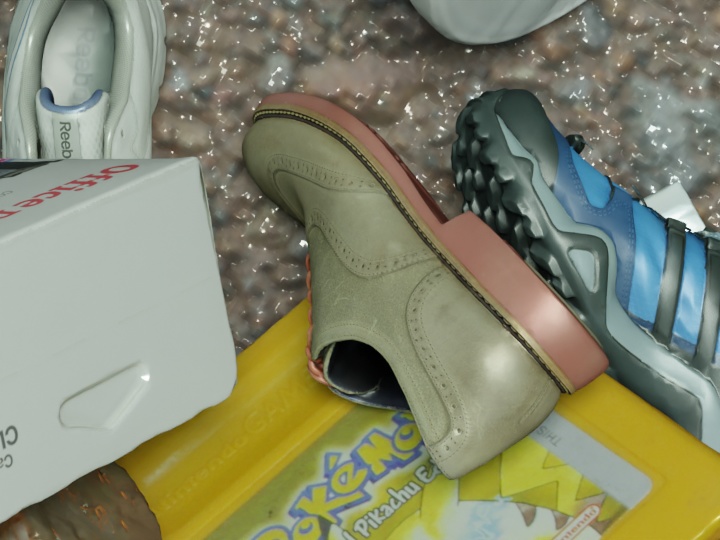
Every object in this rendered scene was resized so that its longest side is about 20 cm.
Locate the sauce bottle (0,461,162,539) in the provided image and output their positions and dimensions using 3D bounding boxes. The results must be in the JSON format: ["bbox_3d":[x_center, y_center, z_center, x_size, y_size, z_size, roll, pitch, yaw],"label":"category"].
[{"bbox_3d":[-0.151,0.131,0.869,0.200,0.066,0.066,-37,84,31],"label":"sauce bottle"}]

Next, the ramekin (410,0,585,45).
[{"bbox_3d":[0.069,-0.181,0.877,0.202,0.202,0.094,-42,72,-3],"label":"ramekin"}]

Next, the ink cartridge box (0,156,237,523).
[{"bbox_3d":[-0.163,0.018,0.833,0.200,0.148,0.086,0,107,34],"label":"ink cartridge box"}]

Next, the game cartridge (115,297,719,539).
[{"bbox_3d":[0.009,0.085,0.850,0.176,0.032,0.200,-41,47,-14],"label":"game cartridge"}]

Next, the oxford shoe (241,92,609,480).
[{"bbox_3d":[0.000,0.000,0.868,0.075,0.200,0.070,-45,127,-3],"label":"oxford shoe"}]

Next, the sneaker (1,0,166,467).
[{"bbox_3d":[-0.105,-0.023,0.913,0.074,0.087,0.200,-4,86,-2],"label":"sneaker"}]

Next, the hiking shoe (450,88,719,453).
[{"bbox_3d":[0.110,0.012,0.896,0.087,0.074,0.200,-35,90,-18],"label":"hiking shoe"}]

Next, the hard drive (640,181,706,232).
[{"bbox_3d":[0.061,0.072,0.931,0.200,0.027,0.132,-29,84,-2],"label":"hard drive"}]
